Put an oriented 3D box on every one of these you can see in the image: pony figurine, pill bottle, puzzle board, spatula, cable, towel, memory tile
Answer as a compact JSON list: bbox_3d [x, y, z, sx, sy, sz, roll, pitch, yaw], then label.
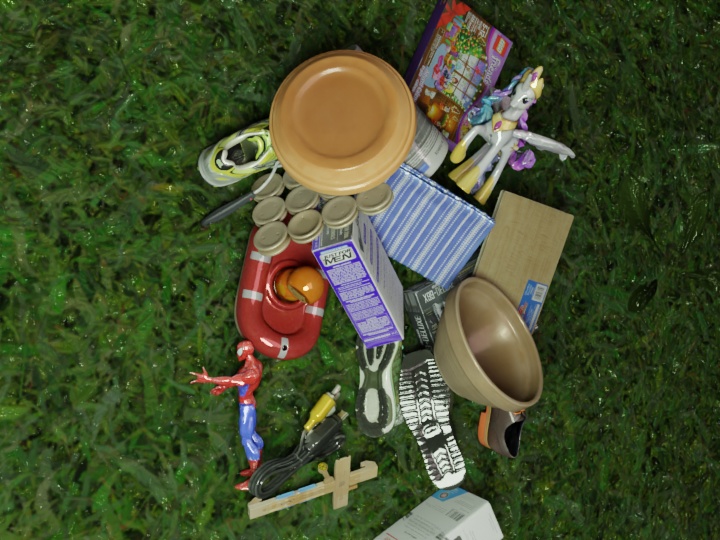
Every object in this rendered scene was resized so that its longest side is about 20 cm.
[{"bbox_3d":[0.220,-0.198,1.293,0.166,0.193,0.201,42,100,20],"label":"pony figurine"},{"bbox_3d":[0.026,-0.217,1.248,0.200,0.113,0.114,45,72,-22],"label":"pill bottle"},{"bbox_3d":[0.241,-0.009,1.342,0.149,0.017,0.203,14,98,-31],"label":"puzzle board"},{"bbox_3d":[-0.136,-0.119,1.181,0.199,0.057,0.021,-37,84,0],"label":"spatula"},{"bbox_3d":[-0.086,0.253,1.225,0.199,0.050,0.098,-38,142,-29],"label":"cable"},{"bbox_3d":[0.078,-0.067,1.254,0.198,0.146,0.024,29,34,-8],"label":"towel"},{"bbox_3d":[-0.054,-0.102,1.163,0.197,0.155,0.017,-20,136,8],"label":"memory tile"}]

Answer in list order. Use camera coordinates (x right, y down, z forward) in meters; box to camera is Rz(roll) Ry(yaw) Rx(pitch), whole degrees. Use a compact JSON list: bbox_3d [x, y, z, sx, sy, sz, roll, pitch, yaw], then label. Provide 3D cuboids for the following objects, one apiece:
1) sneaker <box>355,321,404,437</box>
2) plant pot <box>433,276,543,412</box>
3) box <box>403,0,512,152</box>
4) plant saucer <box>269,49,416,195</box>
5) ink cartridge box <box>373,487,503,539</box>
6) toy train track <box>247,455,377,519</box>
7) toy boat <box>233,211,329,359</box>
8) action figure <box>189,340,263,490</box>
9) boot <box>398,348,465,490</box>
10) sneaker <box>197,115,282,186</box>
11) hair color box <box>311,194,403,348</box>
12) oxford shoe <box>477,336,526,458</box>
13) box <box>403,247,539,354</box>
[{"bbox_3d":[0.043,0.146,1.305,0.088,0.076,0.204,10,87,-54],"label":"sneaker"},{"bbox_3d":[0.170,0.119,1.257,0.200,0.092,0.203,34,40,-33],"label":"plant pot"},{"bbox_3d":[0.144,-0.305,1.349,0.136,0.039,0.203,29,78,-26],"label":"box"},{"bbox_3d":[-0.025,-0.200,1.131,0.196,0.037,0.204,-1,76,5],"label":"plant saucer"},{"bbox_3d":[0.101,0.416,1.303,0.198,0.115,0.068,-30,106,-23],"label":"ink cartridge box"},{"bbox_3d":[-0.071,0.310,1.253,0.197,0.033,0.116,-14,133,-21],"label":"toy train track"},{"bbox_3d":[-0.092,0.022,1.183,0.129,0.130,0.204,14,85,-26],"label":"toy boat"},{"bbox_3d":[-0.179,0.192,1.176,0.097,0.065,0.204,4,102,0],"label":"action figure"},{"bbox_3d":[0.104,0.222,1.310,0.076,0.138,0.204,-11,84,3],"label":"boot"},{"bbox_3d":[-0.126,-0.172,1.192,0.199,0.076,0.076,-34,104,-25],"label":"sneaker"},{"bbox_3d":[0.000,0.000,1.204,0.064,0.110,0.201,-14,130,14],"label":"hair color box"},{"bbox_3d":[0.236,0.198,1.363,0.070,0.072,0.203,-13,115,-33],"label":"oxford shoe"},{"bbox_3d":[0.176,0.065,1.370,0.198,0.050,0.160,-28,103,-24],"label":"box"}]
